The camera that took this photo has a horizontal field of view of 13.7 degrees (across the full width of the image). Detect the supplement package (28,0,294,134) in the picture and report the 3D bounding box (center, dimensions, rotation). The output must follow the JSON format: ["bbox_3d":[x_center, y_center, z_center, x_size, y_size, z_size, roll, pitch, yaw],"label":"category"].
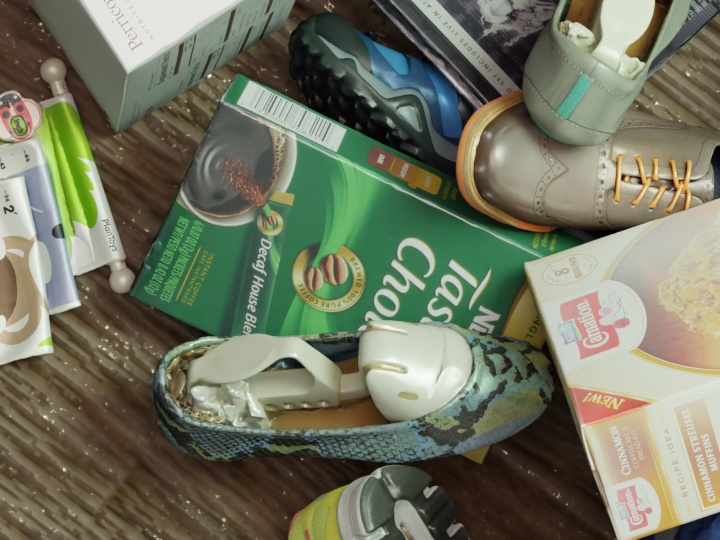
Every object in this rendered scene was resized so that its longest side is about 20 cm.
[{"bbox_3d":[-0.129,-0.190,1.473,0.111,0.156,0.200,-34,87,-10],"label":"supplement package"}]

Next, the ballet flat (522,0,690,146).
[{"bbox_3d":[0.131,-0.136,1.457,0.067,0.064,0.200,28,43,-3],"label":"ballet flat"}]

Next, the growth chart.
[{"bbox_3d":[-0.214,-0.004,1.505,0.199,0.018,0.145,-24,86,-9],"label":"growth chart"}]

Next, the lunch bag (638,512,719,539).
[{"bbox_3d":[0.205,0.166,1.447,0.135,0.200,0.133,-5,47,-8],"label":"lunch bag"}]

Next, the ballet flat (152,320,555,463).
[{"bbox_3d":[-0.008,0.055,1.444,0.199,0.074,0.075,-8,82,13],"label":"ballet flat"}]

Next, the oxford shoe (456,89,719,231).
[{"bbox_3d":[0.131,-0.051,1.459,0.199,0.073,0.072,0,97,-42],"label":"oxford shoe"}]

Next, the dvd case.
[{"bbox_3d":[0.104,-0.159,1.534,0.149,0.016,0.200,46,60,4],"label":"dvd case"}]

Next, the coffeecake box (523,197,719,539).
[{"bbox_3d":[0.190,0.029,1.388,0.199,0.154,0.073,-19,120,2],"label":"coffeecake box"}]

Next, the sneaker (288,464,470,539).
[{"bbox_3d":[0.032,0.185,1.483,0.078,0.090,0.201,-39,108,-42],"label":"sneaker"}]

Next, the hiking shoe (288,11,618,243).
[{"bbox_3d":[0.054,-0.076,1.528,0.200,0.074,0.087,36,68,-9],"label":"hiking shoe"}]

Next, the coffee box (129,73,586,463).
[{"bbox_3d":[0.000,0.000,1.488,0.199,0.044,0.123,27,114,-3],"label":"coffee box"}]
